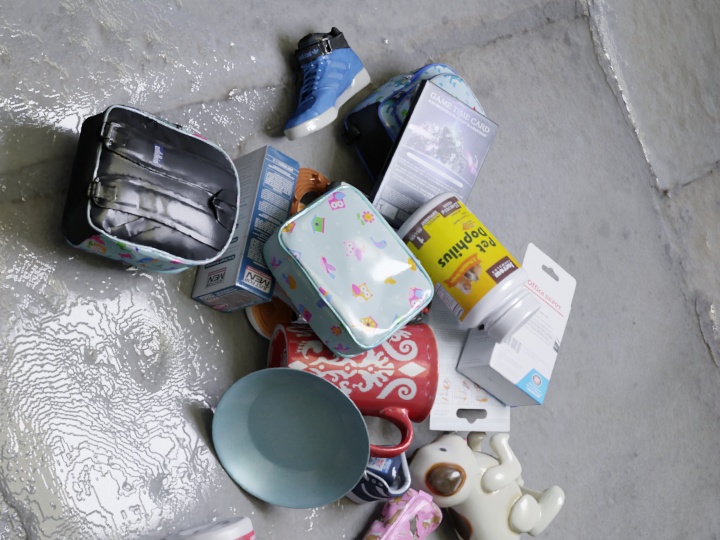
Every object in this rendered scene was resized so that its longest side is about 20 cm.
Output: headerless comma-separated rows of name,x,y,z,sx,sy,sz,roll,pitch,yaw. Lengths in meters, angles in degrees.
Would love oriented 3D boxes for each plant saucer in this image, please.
plant saucer,-0.084,0.203,1.566,0.201,0.201,0.039,57,21,-13

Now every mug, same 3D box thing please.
mug,-0.009,0.139,1.623,0.200,0.134,0.178,5,31,-18

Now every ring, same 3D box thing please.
ring,-0.044,-0.048,1.720,0.200,0.019,0.201,38,41,-44

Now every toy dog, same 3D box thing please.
toy dog,0.149,0.310,1.773,0.200,0.140,0.194,41,83,-25

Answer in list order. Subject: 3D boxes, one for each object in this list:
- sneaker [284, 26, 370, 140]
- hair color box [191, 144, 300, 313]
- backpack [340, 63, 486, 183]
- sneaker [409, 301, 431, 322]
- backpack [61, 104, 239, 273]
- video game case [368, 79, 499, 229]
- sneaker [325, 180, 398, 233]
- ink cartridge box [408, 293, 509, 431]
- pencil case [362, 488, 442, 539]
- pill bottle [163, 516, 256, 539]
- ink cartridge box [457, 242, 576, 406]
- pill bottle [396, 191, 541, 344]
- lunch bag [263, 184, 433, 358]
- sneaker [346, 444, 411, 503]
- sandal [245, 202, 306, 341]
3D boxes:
sneaker,-0.067,-0.269,1.765,0.200,0.077,0.111,-49,116,-42
hair color box,-0.146,-0.052,1.624,0.060,0.100,0.200,28,62,-34
backpack,0.101,-0.206,1.849,0.183,0.147,0.200,58,46,-17
sneaker,0.000,0.000,1.688,0.200,0.096,0.079,44,77,-12
backpack,-0.251,-0.087,1.511,0.200,0.150,0.178,16,70,-29
video game case,0.101,-0.143,1.745,0.143,0.019,0.200,27,83,-32
sneaker,0.025,-0.078,1.761,0.200,0.080,0.074,31,48,-48
ink cartridge box,0.140,0.124,1.761,0.160,0.047,0.200,7,79,-39
pencil case,0.029,0.376,1.663,0.200,0.086,0.083,-48,116,-38
pill bottle,-0.159,0.400,1.481,0.111,0.111,0.200,-12,86,-42
ink cartridge box,0.222,0.076,1.764,0.116,0.068,0.200,37,61,-30
pill bottle,0.145,-0.001,1.669,0.200,0.109,0.109,48,48,11
lunch bag,-0.011,0.002,1.579,0.160,0.077,0.200,-38,91,-33
sneaker,-0.019,0.240,1.645,0.200,0.108,0.070,38,57,-28
sandal,-0.096,-0.007,1.682,0.079,0.059,0.207,29,61,-31
